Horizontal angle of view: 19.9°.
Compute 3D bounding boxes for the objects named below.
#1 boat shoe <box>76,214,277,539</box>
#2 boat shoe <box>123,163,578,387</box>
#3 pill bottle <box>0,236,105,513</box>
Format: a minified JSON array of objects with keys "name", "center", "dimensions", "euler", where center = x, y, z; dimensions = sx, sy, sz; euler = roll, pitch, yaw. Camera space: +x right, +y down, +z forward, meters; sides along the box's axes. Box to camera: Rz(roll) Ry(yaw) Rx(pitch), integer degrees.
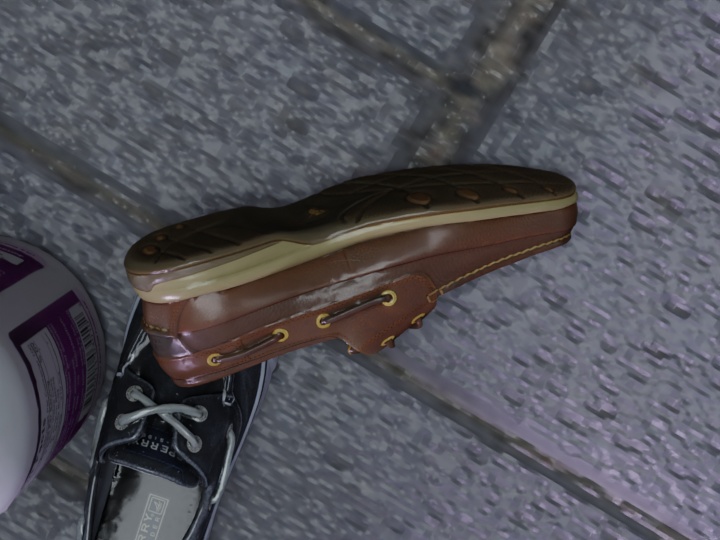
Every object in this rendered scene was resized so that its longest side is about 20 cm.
[{"name":"boat shoe","center":[-0.088,0.075,0.931],"dimensions":[0.072,0.068,0.200],"euler":[19,101,3]},{"name":"boat shoe","center":[0.000,0.000,0.899],"dimensions":[0.200,0.072,0.068],"euler":[-13,109,-10]},{"name":"pill bottle","center":[-0.182,0.054,0.871],"dimensions":[0.112,0.200,0.113],"euler":[1,100,6]}]
